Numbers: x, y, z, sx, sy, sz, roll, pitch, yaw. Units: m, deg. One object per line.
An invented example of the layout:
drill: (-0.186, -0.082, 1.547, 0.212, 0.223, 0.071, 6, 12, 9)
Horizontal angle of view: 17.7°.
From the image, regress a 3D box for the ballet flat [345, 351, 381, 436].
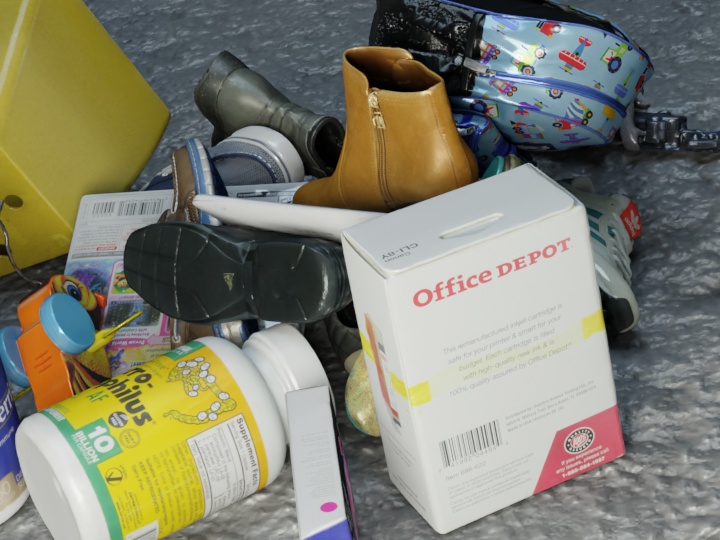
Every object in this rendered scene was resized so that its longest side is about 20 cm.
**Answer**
ballet flat: (0.064, 0.049, 1.618, 0.071, 0.071, 0.200, 11, 29, 35)

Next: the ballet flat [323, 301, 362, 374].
ballet flat: (0.000, 0.000, 1.722, 0.066, 0.057, 0.200, -10, 55, 1)

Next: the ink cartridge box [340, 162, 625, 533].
ink cartridge box: (0.081, 0.049, 1.511, 0.145, 0.200, 0.083, -21, 30, -16)

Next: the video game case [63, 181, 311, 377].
video game case: (-0.135, 0.014, 1.762, 0.200, 0.024, 0.182, -3, 55, 15)

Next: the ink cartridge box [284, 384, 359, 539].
ink cartridge box: (-0.020, 0.164, 1.454, 0.037, 0.095, 0.200, -9, 30, 2)

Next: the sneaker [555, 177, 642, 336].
sneaker: (0.176, -0.022, 1.731, 0.093, 0.070, 0.200, -24, 29, -10)

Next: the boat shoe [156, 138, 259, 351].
boat shoe: (-0.128, -0.013, 1.718, 0.072, 0.072, 0.200, -18, 52, 6)

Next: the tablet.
tablet: (-0.011, -0.021, 1.625, 0.200, 0.130, 0.014, 8, 77, 43)

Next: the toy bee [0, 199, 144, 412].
toy bee: (-0.211, 0.043, 1.693, 0.131, 0.200, 0.109, -10, -8, 29)

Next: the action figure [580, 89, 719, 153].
action figure: (0.203, -0.149, 1.893, 0.200, 0.105, 0.193, 7, 6, 21)

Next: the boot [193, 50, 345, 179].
boot: (-0.058, -0.099, 1.905, 0.131, 0.200, 0.068, 33, 81, 18)

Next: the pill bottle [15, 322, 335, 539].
pill bottle: (-0.122, 0.112, 1.564, 0.200, 0.113, 0.113, -24, 32, -21)

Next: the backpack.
backpack: (0.112, -0.136, 1.728, 0.200, 0.135, 0.183, 11, -6, 17)

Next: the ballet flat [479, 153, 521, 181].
ballet flat: (0.095, -0.031, 1.699, 0.071, 0.071, 0.200, -26, -7, -24)

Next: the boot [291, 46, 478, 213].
boot: (0.008, -0.093, 1.635, 0.071, 0.144, 0.201, -35, 30, -31)

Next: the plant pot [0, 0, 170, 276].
plant pot: (-0.301, -0.104, 1.906, 0.200, 0.200, 0.176, -18, 40, 24)

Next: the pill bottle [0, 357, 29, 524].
pill bottle: (-0.303, 0.080, 1.596, 0.116, 0.200, 0.116, -9, 30, 5)

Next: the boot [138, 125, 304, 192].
boot: (-0.128, -0.054, 1.863, 0.090, 0.073, 0.200, -41, 12, -32)

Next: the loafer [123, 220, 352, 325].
loafer: (-0.080, 0.003, 1.629, 0.200, 0.073, 0.072, 10, 10, 36)
